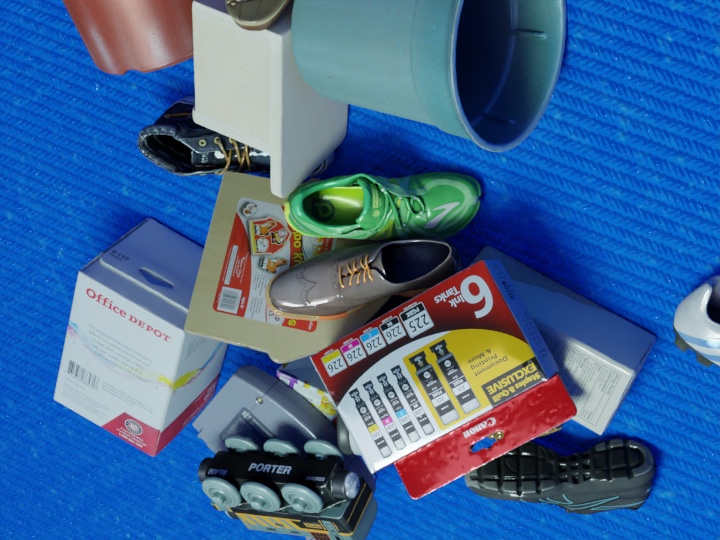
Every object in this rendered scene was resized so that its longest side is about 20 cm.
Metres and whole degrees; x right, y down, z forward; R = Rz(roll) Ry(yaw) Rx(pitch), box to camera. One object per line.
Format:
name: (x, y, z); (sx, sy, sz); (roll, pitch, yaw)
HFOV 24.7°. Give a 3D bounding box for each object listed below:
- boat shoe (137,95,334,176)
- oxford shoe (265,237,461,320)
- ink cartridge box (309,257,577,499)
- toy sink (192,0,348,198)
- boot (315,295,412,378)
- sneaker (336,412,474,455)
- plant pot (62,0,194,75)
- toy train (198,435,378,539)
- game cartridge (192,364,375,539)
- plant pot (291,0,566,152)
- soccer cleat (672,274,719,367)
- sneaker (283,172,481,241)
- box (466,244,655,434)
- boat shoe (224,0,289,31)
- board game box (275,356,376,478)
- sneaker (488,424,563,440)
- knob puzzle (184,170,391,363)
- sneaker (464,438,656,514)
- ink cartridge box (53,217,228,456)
boat shoe: (-0.133, -0.125, 1.727); (0.200, 0.091, 0.071); (14, 124, 22)
oxford shoe: (0.000, 0.000, 1.633); (0.200, 0.073, 0.071); (-14, 75, 1)
ink cartridge box: (0.084, 0.111, 1.598); (0.200, 0.084, 0.176); (-30, 84, 14)
toy sink: (-0.089, -0.197, 1.623); (0.112, 0.130, 0.200); (24, 137, 22)
boot: (-0.039, 0.038, 1.745); (0.203, 0.073, 0.154); (13, 93, 19)
sneaker: (0.057, 0.164, 1.739); (0.108, 0.201, 0.067); (1, 85, 24)
plant pot: (-0.225, -0.311, 1.615); (0.201, 0.201, 0.195); (1, 126, 30)
toy train: (-0.077, 0.236, 1.736); (0.200, 0.085, 0.114); (-1, 136, 34)
game cartridge: (-0.081, 0.199, 1.795); (0.200, 0.042, 0.133); (43, 126, 2)
plant pot: (0.055, -0.220, 1.506); (0.196, 0.200, 0.200); (11, 123, 34)
soccer cleat: (0.392, 0.081, 1.560); (0.200, 0.070, 0.086); (33, 130, 9)
sneaker: (0.023, -0.061, 1.645); (0.200, 0.084, 0.074); (-5, 90, -1)
box: (0.186, 0.069, 1.667); (0.200, 0.078, 0.095); (30, 128, 11)
boat shoe: (-0.077, -0.305, 1.532); (0.072, 0.200, 0.068); (8, 157, 8)
board game box: (-0.039, 0.184, 1.851); (0.103, 0.105, 0.200); (22, 126, 18)
sneaker: (0.127, 0.122, 1.716); (0.200, 0.090, 0.075); (13, 156, -26)
knob puzzle: (-0.063, 0.002, 1.688); (0.220, 0.220, 0.030); (35, 166, 8)
sneaker: (0.210, 0.228, 1.730); (0.200, 0.075, 0.079); (-1, 135, 7)
ink cartridge box: (-0.240, 0.074, 1.875); (0.145, 0.145, 0.200); (29, 129, 13)
